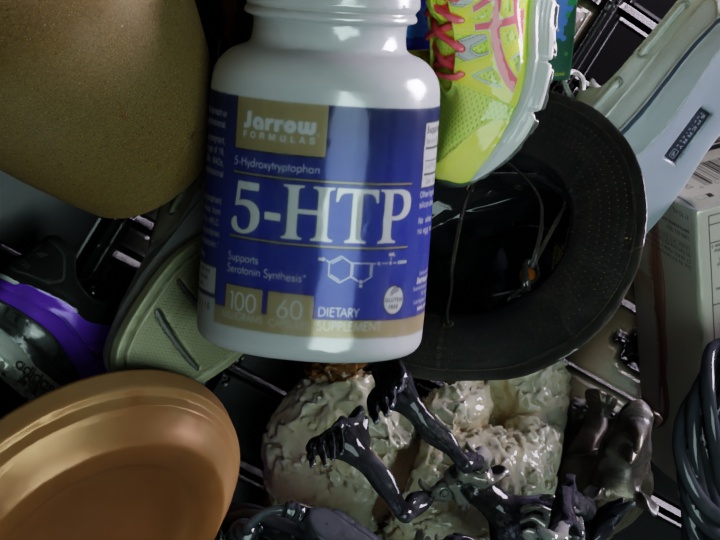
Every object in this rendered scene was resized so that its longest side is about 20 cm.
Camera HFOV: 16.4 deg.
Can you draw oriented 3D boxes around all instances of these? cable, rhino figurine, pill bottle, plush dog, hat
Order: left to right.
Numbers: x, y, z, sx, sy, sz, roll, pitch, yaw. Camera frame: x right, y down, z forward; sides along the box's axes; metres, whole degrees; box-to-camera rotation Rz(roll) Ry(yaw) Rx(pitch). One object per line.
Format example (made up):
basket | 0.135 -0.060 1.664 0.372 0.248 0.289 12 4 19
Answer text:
pill bottle | -0.020 -0.061 1.283 0.119 0.120 0.202 0 99 -24
cable | -0.003 0.201 1.430 0.199 0.163 0.051 33 62 -9
plush dog | 0.023 0.123 1.464 0.171 0.161 0.201 19 103 -5
hat | 0.065 -0.012 1.395 0.200 0.201 0.081 -40 153 -5
rhino figurine | 0.145 0.120 1.477 0.059 0.200 0.088 17 77 -3
cable | 0.264 0.096 1.496 0.199 0.051 0.164 -26 111 -23

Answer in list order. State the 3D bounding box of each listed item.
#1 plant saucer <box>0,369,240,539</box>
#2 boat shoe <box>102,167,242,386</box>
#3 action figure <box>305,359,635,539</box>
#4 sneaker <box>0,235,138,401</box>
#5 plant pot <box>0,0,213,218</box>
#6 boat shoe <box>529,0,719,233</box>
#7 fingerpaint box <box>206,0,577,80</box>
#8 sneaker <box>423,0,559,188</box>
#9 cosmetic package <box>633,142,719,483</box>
plant saucer | -0.149 0.139 1.337 0.199 0.038 0.201 -22 141 -19
boat shoe | -0.078 -0.015 1.369 0.200 0.068 0.075 -52 125 -18
action figure | 0.065 0.140 1.330 0.200 0.102 0.119 39 123 -17
sneaker | -0.129 0.053 1.400 0.200 0.069 0.100 44 75 -37
plant pot | -0.158 -0.121 1.268 0.186 0.186 0.200 -40 134 -4
boat shoe | 0.149 -0.085 1.462 0.074 0.086 0.202 26 106 -48
fingerpaint box | 0.022 -0.186 1.366 0.199 0.073 0.168 -5 112 -23
sneaker | 0.057 -0.144 1.317 0.090 0.078 0.201 12 96 -27
cosmetic package | 0.231 0.030 1.538 0.103 0.087 0.201 -14 114 -20
